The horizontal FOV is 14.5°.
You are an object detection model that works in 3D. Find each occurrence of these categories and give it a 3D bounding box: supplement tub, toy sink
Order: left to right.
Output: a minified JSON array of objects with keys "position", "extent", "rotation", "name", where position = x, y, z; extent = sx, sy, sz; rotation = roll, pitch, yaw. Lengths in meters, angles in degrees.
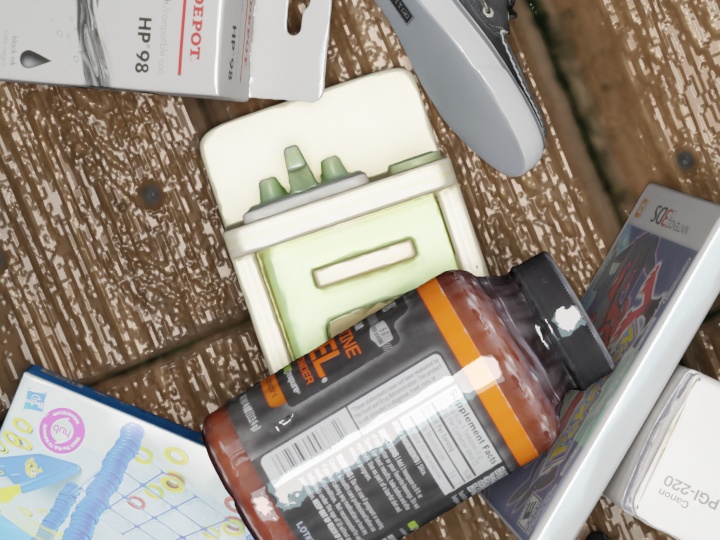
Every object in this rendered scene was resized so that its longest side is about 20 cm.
[{"position":[0.000,0.000,1.529],"extent":[0.130,0.112,0.201],"rotation":[-18,93,-1],"name":"toy sink"},{"position":[0.027,0.070,1.431],"extent":[0.199,0.107,0.107],"rotation":[-31,93,0],"name":"supplement tub"}]

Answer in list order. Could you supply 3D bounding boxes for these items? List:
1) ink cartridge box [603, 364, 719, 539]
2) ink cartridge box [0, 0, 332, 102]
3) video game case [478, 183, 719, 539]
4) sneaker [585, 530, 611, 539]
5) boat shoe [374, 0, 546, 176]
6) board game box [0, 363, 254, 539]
[{"position":[0.204,0.112,1.494],"extent":[0.145,0.200,0.085],"rotation":[26,92,-2],"name":"ink cartridge box"},{"position":[-0.119,-0.154,1.520],"extent":[0.199,0.067,0.117],"rotation":[5,92,13],"name":"ink cartridge box"},{"position":[0.130,0.049,1.498],"extent":[0.023,0.182,0.201],"rotation":[29,92,-9],"name":"video game case"},{"position":[0.172,0.195,1.561],"extent":[0.199,0.114,0.077],"rotation":[5,120,-27],"name":"sneaker"},{"position":[0.051,-0.149,1.552],"extent":[0.066,0.070,0.200],"rotation":[-35,88,-22],"name":"boat shoe"},{"position":[-0.130,0.181,1.563],"extent":[0.199,0.056,0.197],"rotation":[22,92,-2],"name":"board game box"}]
